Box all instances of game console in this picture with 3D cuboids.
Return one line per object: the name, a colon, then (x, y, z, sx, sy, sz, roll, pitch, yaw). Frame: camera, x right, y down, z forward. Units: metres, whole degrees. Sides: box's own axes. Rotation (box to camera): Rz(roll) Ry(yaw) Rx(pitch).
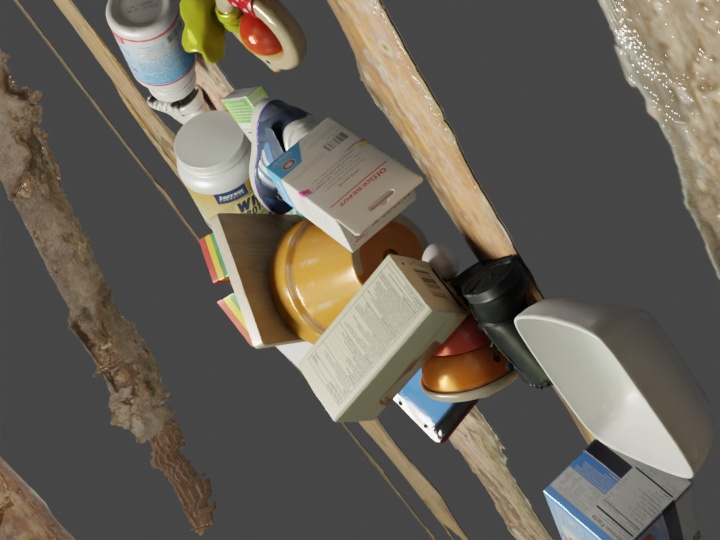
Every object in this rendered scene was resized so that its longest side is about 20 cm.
game console: (0.096, 0.149, 1.683, 0.200, 0.119, 0.172, 43, 166, 24)

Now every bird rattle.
bird rattle: (-0.125, -0.310, 1.250, 0.163, 0.113, 0.200, 40, 156, -13)

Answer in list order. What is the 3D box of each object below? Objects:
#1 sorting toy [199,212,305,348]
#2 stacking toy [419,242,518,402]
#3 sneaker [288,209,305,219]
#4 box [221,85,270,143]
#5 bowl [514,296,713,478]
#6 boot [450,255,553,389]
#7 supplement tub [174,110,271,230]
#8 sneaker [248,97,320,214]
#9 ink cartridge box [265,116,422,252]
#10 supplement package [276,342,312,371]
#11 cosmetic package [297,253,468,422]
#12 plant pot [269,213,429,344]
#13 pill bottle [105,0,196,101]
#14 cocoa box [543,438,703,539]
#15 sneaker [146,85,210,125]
sorting toy: (-0.138, 0.021, 1.558, 0.200, 0.070, 0.199, -3, -110, -57)
stacking toy: (0.123, 0.059, 1.377, 0.146, 0.146, 0.200, 21, 134, 64)
sneaker: (-0.091, -0.083, 1.735, 0.078, 0.080, 0.200, 51, 168, -8)
box: (-0.128, -0.195, 1.639, 0.200, 0.036, 0.144, 53, 167, -20)
bowl: (0.266, 0.104, 1.084, 0.200, 0.075, 0.200, 52, 167, -15)
boot: (0.187, 0.067, 1.248, 0.163, 0.073, 0.198, 53, 174, -5)
supplement tub: (-0.230, -0.166, 1.817, 0.144, 0.144, 0.200, 42, 166, 30)
sneaker: (-0.088, -0.137, 1.497, 0.146, 0.081, 0.200, 37, 143, 38)
ink cartridge box: (-0.013, -0.102, 1.334, 0.200, 0.115, 0.068, 38, 164, 41)
supplement package: (-0.036, 0.121, 1.867, 0.200, 0.117, 0.117, 17, -163, -48)
cosmetic package: (0.027, 0.087, 1.323, 0.087, 0.200, 0.103, 10, -143, -51)
plant pot: (0.000, 0.000, 1.462, 0.200, 0.200, 0.183, 52, 152, -10)
pill bottle: (-0.319, -0.354, 1.656, 0.109, 0.109, 0.200, 44, 166, 21)
cocoa box: (0.335, 0.318, 1.334, 0.133, 0.131, 0.200, 38, 163, 41)
sneaker: (-0.329, -0.301, 1.941, 0.081, 0.075, 0.200, 48, 171, -36)
